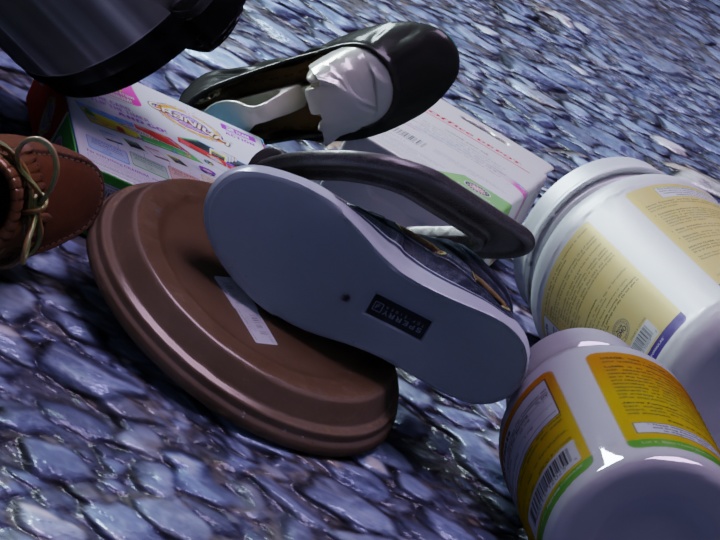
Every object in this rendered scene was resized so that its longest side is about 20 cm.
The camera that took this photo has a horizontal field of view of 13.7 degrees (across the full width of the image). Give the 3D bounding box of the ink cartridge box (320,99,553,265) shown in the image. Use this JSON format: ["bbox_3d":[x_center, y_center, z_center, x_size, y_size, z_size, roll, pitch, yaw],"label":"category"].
[{"bbox_3d":[0.052,-0.056,2.029,0.117,0.068,0.200,31,17,8],"label":"ink cartridge box"}]

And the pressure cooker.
[{"bbox_3d":[-0.162,-0.200,1.749,0.200,0.178,0.176,47,26,-36],"label":"pressure cooker"}]

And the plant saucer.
[{"bbox_3d":[-0.057,0.019,1.620,0.199,0.030,0.200,30,27,-18],"label":"plant saucer"}]

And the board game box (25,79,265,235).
[{"bbox_3d":[-0.118,-0.056,1.793,0.152,0.040,0.200,24,17,-18],"label":"board game box"}]

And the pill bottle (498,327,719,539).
[{"bbox_3d":[0.134,0.107,1.597,0.111,0.111,0.200,24,17,-16],"label":"pill bottle"}]

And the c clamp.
[{"bbox_3d":[0.005,-0.031,1.679,0.170,0.027,0.200,7,-14,28],"label":"c clamp"}]

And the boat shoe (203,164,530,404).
[{"bbox_3d":[0.000,0.000,1.626,0.200,0.071,0.091,32,15,-14],"label":"boat shoe"}]

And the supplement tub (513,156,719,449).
[{"bbox_3d":[0.195,0.029,1.877,0.145,0.146,0.200,17,20,-36],"label":"supplement tub"}]

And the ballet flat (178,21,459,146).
[{"bbox_3d":[-0.033,-0.107,1.912,0.068,0.199,0.068,-40,114,-61],"label":"ballet flat"}]

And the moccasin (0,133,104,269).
[{"bbox_3d":[-0.195,-0.035,1.514,0.077,0.074,0.201,10,3,33],"label":"moccasin"}]
